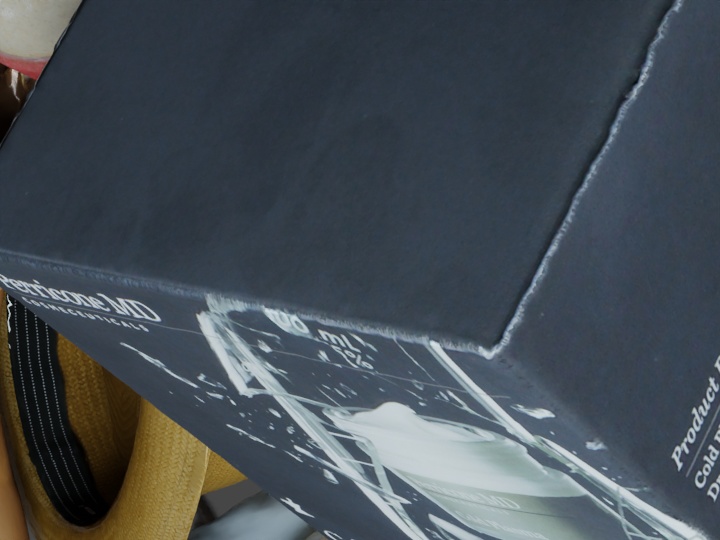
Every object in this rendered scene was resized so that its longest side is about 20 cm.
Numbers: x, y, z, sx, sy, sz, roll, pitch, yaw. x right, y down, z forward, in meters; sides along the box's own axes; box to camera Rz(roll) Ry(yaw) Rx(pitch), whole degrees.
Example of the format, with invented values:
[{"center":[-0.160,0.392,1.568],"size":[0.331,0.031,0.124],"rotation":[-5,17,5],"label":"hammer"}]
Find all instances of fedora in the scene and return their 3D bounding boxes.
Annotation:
[{"center":[-0.064,0.018,0.847],"size":[0.081,0.201,0.202],"rotation":[-7,127,-28],"label":"fedora"}]

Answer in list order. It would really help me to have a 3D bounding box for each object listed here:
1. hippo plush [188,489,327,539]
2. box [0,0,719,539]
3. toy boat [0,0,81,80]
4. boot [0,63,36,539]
[{"center":[-0.029,0.178,0.906],"size":[0.199,0.160,0.161],"rotation":[-22,118,29],"label":"hippo plush"},{"center":[0.042,0.005,0.639],"size":[0.199,0.124,0.197],"rotation":[9,154,47],"label":"box"},{"center":[-0.023,-0.121,0.772],"size":[0.199,0.131,0.131],"rotation":[-22,145,23],"label":"toy boat"},{"center":[-0.136,0.010,0.822],"size":[0.155,0.073,0.201],"rotation":[-46,65,43],"label":"boot"}]
